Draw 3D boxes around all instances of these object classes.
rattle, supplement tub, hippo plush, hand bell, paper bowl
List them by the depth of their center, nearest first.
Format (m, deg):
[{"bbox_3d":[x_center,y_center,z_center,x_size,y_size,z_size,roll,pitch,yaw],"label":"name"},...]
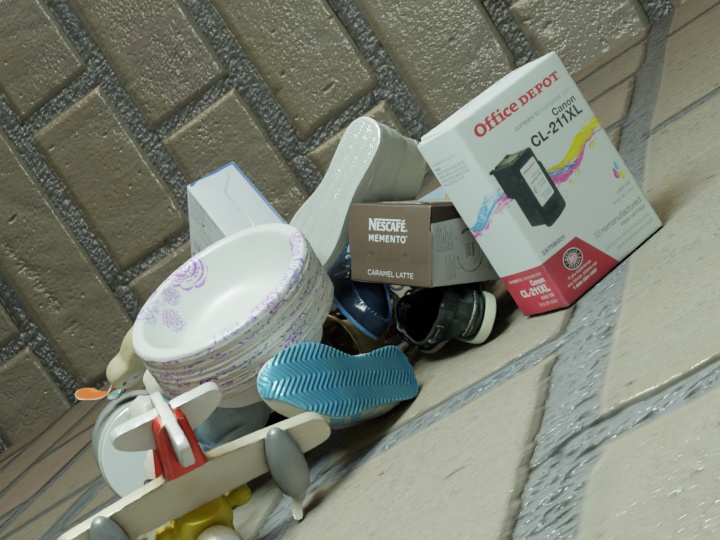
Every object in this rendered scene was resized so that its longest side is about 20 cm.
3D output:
[{"bbox_3d":[-0.117,0.054,1.309,0.198,0.105,0.202,-23,29,14],"label":"paper bowl"},{"bbox_3d":[-0.173,0.163,1.436,0.201,0.158,0.161,-58,5,-25],"label":"hippo plush"},{"bbox_3d":[0.031,0.067,1.523,0.199,0.105,0.104,-24,-2,-43],"label":"hand bell"},{"bbox_3d":[-0.225,0.131,1.547,0.200,0.143,0.130,-43,-6,7],"label":"rattle"},{"bbox_3d":[-0.262,0.216,1.636,0.131,0.133,0.200,-35,6,-12],"label":"supplement tub"}]

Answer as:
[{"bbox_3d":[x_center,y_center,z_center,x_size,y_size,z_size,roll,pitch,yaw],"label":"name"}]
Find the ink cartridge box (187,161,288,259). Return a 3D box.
[{"bbox_3d":[-0.152,-0.014,1.672,0.076,0.137,0.201,-27,-32,-25],"label":"ink cartridge box"}]

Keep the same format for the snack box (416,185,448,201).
[{"bbox_3d":[0.159,-0.099,1.657,0.168,0.068,0.199,-27,0,-39],"label":"snack box"}]

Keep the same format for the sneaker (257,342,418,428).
[{"bbox_3d":[-0.030,0.117,1.248,0.080,0.077,0.199,-34,-24,32],"label":"sneaker"}]

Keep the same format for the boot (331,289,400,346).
[{"bbox_3d":[-0.047,0.059,1.547,0.199,0.151,0.073,-36,44,-8],"label":"boot"}]

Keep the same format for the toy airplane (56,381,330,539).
[{"bbox_3d":[-0.139,0.193,1.135,0.200,0.142,0.198,-46,-31,24],"label":"toy airplane"}]

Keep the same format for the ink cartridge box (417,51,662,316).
[{"bbox_3d":[0.171,-0.083,1.274,0.145,0.201,0.083,-37,7,-23],"label":"ink cartridge box"}]

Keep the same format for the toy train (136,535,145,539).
[{"bbox_3d":[-0.283,0.309,1.405,0.150,0.056,0.200,-38,7,-24],"label":"toy train"}]

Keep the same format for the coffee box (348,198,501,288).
[{"bbox_3d":[0.095,-0.032,1.363,0.113,0.081,0.198,4,6,43],"label":"coffee box"}]

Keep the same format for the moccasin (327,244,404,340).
[{"bbox_3d":[0.000,0.000,1.451,0.068,0.080,0.201,-43,30,12],"label":"moccasin"}]

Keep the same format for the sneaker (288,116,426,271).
[{"bbox_3d":[-0.001,-0.057,1.401,0.115,0.074,0.201,13,-65,-52],"label":"sneaker"}]

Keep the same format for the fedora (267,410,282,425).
[{"bbox_3d":[-0.093,0.113,1.682,0.199,0.092,0.201,-34,7,5],"label":"fedora"}]

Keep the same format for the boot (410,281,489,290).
[{"bbox_3d":[0.120,0.006,1.544,0.198,0.090,0.074,-8,-52,-49],"label":"boot"}]

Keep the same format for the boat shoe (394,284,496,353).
[{"bbox_3d":[0.069,0.046,1.377,0.199,0.065,0.076,-177,101,-70],"label":"boat shoe"}]

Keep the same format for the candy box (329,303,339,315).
[{"bbox_3d":[-0.068,0.030,1.600,0.197,0.118,0.057,-18,44,-22],"label":"candy box"}]
